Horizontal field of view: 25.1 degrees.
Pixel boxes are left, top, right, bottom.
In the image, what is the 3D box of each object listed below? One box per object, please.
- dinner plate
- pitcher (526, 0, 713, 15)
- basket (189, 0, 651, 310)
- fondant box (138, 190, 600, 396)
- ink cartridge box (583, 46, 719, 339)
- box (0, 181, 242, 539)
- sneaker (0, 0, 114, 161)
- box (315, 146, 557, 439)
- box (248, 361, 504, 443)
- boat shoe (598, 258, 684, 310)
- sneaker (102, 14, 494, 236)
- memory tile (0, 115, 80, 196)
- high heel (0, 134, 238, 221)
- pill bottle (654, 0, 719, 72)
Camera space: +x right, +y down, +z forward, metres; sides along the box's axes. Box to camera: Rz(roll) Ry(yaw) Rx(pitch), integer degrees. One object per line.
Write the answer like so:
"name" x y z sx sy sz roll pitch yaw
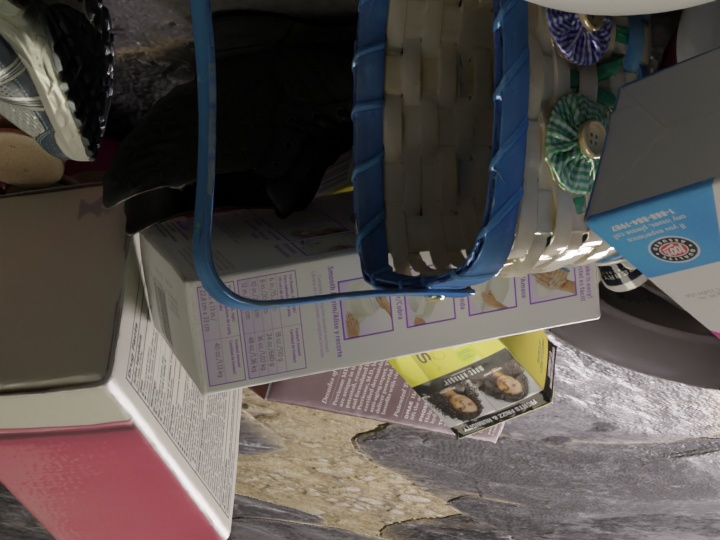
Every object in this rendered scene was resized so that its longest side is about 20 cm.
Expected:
"dinner plate" 0.204 0.032 0.981 0.198 0.025 0.200 7 -166 -2
"pitcher" 0.129 -0.136 0.527 0.198 0.122 0.172 -7 149 12
"basket" 0.024 -0.074 0.670 0.198 0.178 0.139 -1 175 -21
"fondant box" 0.000 0.000 0.805 0.198 0.059 0.144 -11 -166 -14
"ink cartridge box" 0.193 -0.004 0.604 0.200 0.068 0.115 37 146 -30
"box" -0.148 0.060 0.914 0.108 0.129 0.201 -6 146 13
"sneaker" -0.177 -0.121 0.755 0.085 0.078 0.200 -2 148 14
"box" 0.035 0.012 0.952 0.075 0.050 0.200 -23 124 27
"box" 0.004 0.054 1.083 0.199 0.076 0.100 16 -172 -35
"boat shoe" 0.146 -0.025 0.895 0.070 0.071 0.199 -10 154 40
"sneaker" -0.024 -0.069 0.790 0.198 0.105 0.060 2 159 16
"memory tile" -0.223 -0.026 0.930 0.152 0.017 0.201 4 147 7
"high heel" -0.135 -0.025 0.954 0.198 0.097 0.068 8 127 -23
"pill bottle" 0.180 -0.075 0.686 0.108 0.111 0.200 8 160 1
